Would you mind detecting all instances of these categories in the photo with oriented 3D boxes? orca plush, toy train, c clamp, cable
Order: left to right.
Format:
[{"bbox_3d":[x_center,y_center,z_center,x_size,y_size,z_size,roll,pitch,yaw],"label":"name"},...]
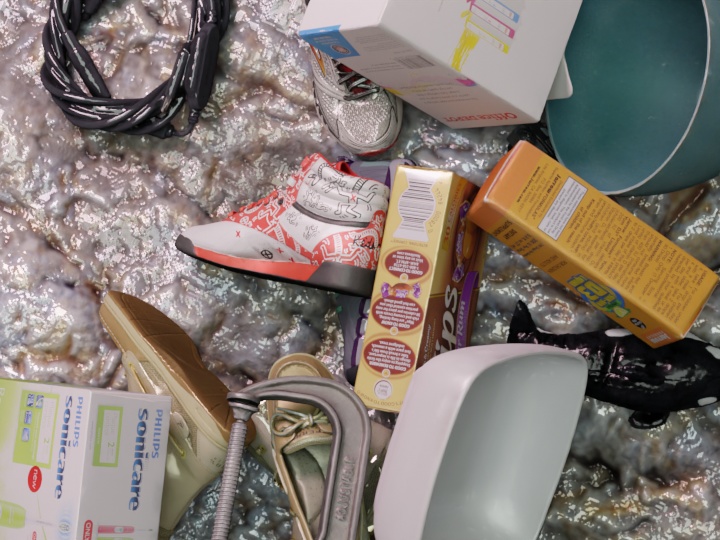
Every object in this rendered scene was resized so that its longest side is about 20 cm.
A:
[{"bbox_3d":[-0.201,-0.220,1.453,0.162,0.051,0.201,8,88,11],"label":"cable"},{"bbox_3d":[-0.080,0.172,1.286,0.170,0.027,0.201,14,73,5],"label":"c clamp"},{"bbox_3d":[0.201,-0.049,1.403,0.046,0.034,0.200,-33,80,-33],"label":"toy train"},{"bbox_3d":[0.222,0.070,1.373,0.199,0.071,0.106,25,88,7],"label":"orca plush"}]

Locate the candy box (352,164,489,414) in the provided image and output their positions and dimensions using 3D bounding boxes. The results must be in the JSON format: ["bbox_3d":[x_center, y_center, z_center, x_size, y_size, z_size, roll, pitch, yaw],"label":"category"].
[{"bbox_3d":[0.055,0.022,1.365,0.056,0.117,0.201,8,85,24],"label":"candy box"}]

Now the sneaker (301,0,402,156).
[{"bbox_3d":[-0.016,-0.195,1.412,0.077,0.082,0.201,-16,85,3],"label":"sneaker"}]

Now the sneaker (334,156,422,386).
[{"bbox_3d":[0.000,0.000,1.412,0.087,0.074,0.201,9,82,27],"label":"sneaker"}]

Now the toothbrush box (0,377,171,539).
[{"bbox_3d":[-0.252,0.166,1.347,0.199,0.086,0.146,2,85,46],"label":"toothbrush box"}]

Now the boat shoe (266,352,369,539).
[{"bbox_3d":[-0.033,0.162,1.326,0.073,0.063,0.202,-9,78,-1],"label":"boat shoe"}]

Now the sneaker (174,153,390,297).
[{"bbox_3d":[-0.063,-0.046,1.387,0.201,0.067,0.108,11,85,34],"label":"sneaker"}]

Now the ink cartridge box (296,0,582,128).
[{"bbox_3d":[0.077,-0.206,1.347,0.200,0.128,0.126,27,78,-31],"label":"ink cartridge box"}]

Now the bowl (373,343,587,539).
[{"bbox_3d":[0.089,0.146,1.321,0.074,0.199,0.201,25,104,34],"label":"bowl"}]

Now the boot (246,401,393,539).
[{"bbox_3d":[-0.057,0.191,1.388,0.155,0.072,0.200,40,84,6],"label":"boot"}]

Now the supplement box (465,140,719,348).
[{"bbox_3d":[0.188,-0.020,1.330,0.200,0.067,0.069,33,75,-3],"label":"supplement box"}]

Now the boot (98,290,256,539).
[{"bbox_3d":[-0.192,0.129,1.402,0.200,0.073,0.156,47,110,28],"label":"boot"}]

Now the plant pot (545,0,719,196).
[{"bbox_3d":[0.266,-0.152,1.347,0.134,0.200,0.201,8,85,-31],"label":"plant pot"}]
